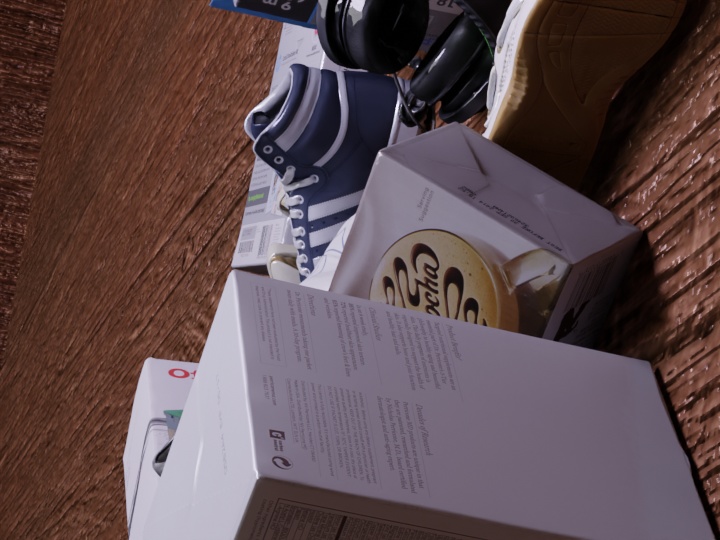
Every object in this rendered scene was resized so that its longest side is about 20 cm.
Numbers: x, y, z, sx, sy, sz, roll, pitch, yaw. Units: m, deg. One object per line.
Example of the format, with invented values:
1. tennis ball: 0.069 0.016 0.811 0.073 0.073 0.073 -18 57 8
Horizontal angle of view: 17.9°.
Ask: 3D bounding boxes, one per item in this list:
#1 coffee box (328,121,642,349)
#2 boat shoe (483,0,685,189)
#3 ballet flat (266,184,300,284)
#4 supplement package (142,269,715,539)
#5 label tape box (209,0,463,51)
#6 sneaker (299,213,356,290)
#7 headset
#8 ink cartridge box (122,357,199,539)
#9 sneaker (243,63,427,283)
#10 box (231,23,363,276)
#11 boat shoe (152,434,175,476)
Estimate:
1. coffee box: 0.040 0.046 1.110 0.080 0.113 0.200 -23 -40 -55
2. boat shoe: 0.101 -0.119 1.110 0.200 0.071 0.069 117 156 -44
3. ballet flat: -0.034 -0.024 1.569 0.067 0.062 0.201 -113 38 -66
4. supplement package: 0.023 0.119 0.976 0.152 0.199 0.151 -101 28 -57
5. label tape box: -0.001 -0.193 1.437 0.200 0.144 0.063 121 155 -50
6. sneaker: 0.000 0.000 1.369 0.200 0.074 0.087 -116 48 -84
7. headset: 0.040 -0.143 1.329 0.094 0.123 0.200 -56 -12 -22
8. ink cartridge box: -0.062 0.140 1.364 0.200 0.146 0.085 -106 26 -60
9. sneaker: -0.033 -0.039 1.489 0.070 0.108 0.201 -125 50 -71
10. box: -0.042 -0.097 1.702 0.156 0.041 0.201 174 107 -74
11. boat shoe: -0.030 0.060 1.222 0.200 0.071 0.072 -46 19 6
